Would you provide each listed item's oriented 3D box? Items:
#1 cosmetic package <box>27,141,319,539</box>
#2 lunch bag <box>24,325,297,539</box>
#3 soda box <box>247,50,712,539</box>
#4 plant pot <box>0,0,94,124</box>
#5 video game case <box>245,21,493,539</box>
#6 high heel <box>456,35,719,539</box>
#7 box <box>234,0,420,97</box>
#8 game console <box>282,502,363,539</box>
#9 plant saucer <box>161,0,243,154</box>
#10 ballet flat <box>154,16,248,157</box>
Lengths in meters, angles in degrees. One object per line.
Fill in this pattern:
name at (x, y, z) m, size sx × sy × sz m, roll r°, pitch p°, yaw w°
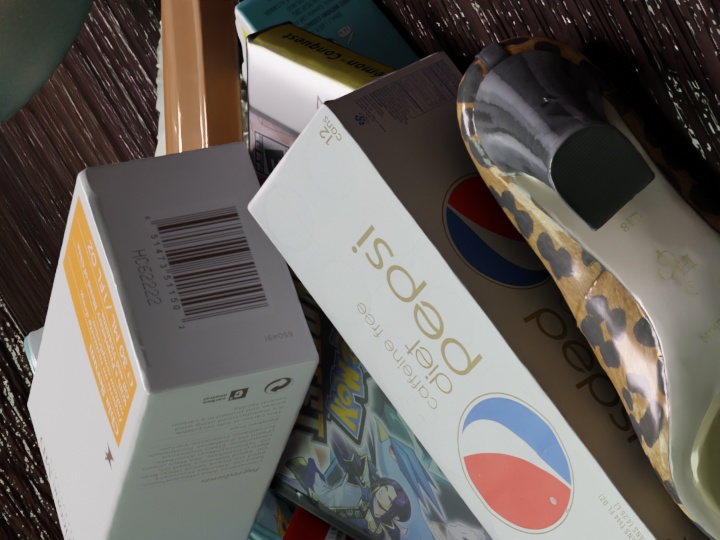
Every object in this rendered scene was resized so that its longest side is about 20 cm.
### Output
cosmetic package at (-0.080, 0.045, 1.175) m, size 0.200 × 0.071 × 0.102 m, roll 111°, pitch 144°, yaw -58°
lunch bag at (-0.072, 0.100, 1.394) m, size 0.161 × 0.077 × 0.200 m, roll 60°, pitch -173°, yaw 27°
soda box at (0.052, 0.028, 0.991) m, size 0.200 × 0.064 × 0.068 m, roll 54°, pitch 138°, yaw 12°
plant pot at (-0.205, -0.177, 1.488) m, size 0.201 × 0.134 × 0.200 m, roll 53°, pitch 169°, yaw 15°
video game case at (0.023, 0.025, 1.100) m, size 0.180 × 0.025 × 0.201 m, roll 27°, pitch 127°, yaw 42°
high heel at (0.102, 0.012, 0.958) m, size 0.201 × 0.071 × 0.143 m, roll 57°, pitch 180°, yaw -20°
box at (0.027, -0.028, 1.158) m, size 0.200 × 0.049 × 0.082 m, roll 52°, pitch 168°, yaw 18°
game console at (0.049, 0.167, 1.185) m, size 0.200 × 0.171 × 0.119 m, roll -65°, pitch -22°, yaw -53°
plant saucer at (-0.070, -0.048, 1.301) m, size 0.200 × 0.032 × 0.202 m, roll 177°, pitch 90°, yaw -86°
ballet flat at (-0.065, -0.045, 1.462) m, size 0.072 × 0.072 × 0.201 m, roll 40°, pitch 161°, yaw 52°
